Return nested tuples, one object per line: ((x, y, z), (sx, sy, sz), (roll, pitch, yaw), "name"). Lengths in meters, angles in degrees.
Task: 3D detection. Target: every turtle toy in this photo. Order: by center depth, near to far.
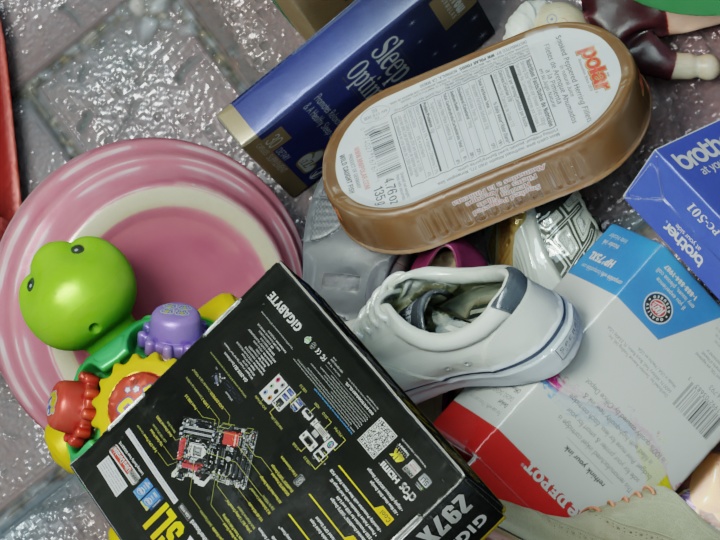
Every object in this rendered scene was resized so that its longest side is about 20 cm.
((-0.121, 0.068, 1.461), (0.146, 0.101, 0.200), (-38, 68, 3), "turtle toy")

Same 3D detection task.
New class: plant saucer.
((-0.121, 0.021, 1.553), (0.200, 0.051, 0.201), (-3, 97, -20), "plant saucer")

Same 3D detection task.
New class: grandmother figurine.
((0.179, -0.169, 1.578), (0.200, 0.061, 0.122), (-23, 65, 5), "grandmother figurine")

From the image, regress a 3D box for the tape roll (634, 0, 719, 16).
((0.224, -0.240, 1.543), (0.200, 0.048, 0.201), (-12, 48, 14), "tape roll")

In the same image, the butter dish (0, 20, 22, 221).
((-0.329, -0.087, 1.634), (0.199, 0.148, 0.201), (-10, 75, 10), "butter dish")

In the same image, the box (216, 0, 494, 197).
((0.012, -0.131, 1.575), (0.200, 0.121, 0.032), (-41, 71, 2), "box")

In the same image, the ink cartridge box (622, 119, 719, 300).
((0.249, -0.051, 1.475), (0.094, 0.200, 0.044), (49, 136, 18), "ink cartridge box")

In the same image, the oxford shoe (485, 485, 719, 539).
((0.138, 0.150, 1.422), (0.200, 0.071, 0.074), (21, 74, -24), "oxford shoe")

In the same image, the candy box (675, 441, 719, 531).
((0.250, 0.183, 1.483), (0.117, 0.056, 0.200), (-43, 70, 2), "candy box")

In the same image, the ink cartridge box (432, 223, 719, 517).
((0.125, 0.088, 1.465), (0.200, 0.067, 0.116), (-47, 114, -5), "ink cartridge box")

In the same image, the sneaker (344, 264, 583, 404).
((0.030, 0.031, 1.455), (0.200, 0.071, 0.073), (-15, 40, 38), "sneaker")

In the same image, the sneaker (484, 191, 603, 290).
((0.126, -0.005, 1.557), (0.087, 0.076, 0.201), (-4, 74, -10), "sneaker")

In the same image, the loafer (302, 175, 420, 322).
((0.000, 0.000, 1.584), (0.072, 0.063, 0.200), (12, 72, 14), "loafer")

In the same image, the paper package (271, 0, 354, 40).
((0.009, -0.236, 1.558), (0.190, 0.200, 0.104), (-36, 73, 3), "paper package")

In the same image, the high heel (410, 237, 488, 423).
((0.030, 0.079, 1.537), (0.067, 0.096, 0.201), (10, 80, 15), "high heel")

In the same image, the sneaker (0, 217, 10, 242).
((-0.207, 0.020, 1.601), (0.200, 0.071, 0.098), (21, 115, -17), "sneaker")

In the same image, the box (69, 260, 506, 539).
((-0.041, 0.110, 1.315), (0.160, 0.049, 0.200), (-46, 46, 3), "box")

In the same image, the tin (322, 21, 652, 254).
((0.072, -0.079, 1.521), (0.200, 0.042, 0.112), (-22, 49, 8), "tin")
